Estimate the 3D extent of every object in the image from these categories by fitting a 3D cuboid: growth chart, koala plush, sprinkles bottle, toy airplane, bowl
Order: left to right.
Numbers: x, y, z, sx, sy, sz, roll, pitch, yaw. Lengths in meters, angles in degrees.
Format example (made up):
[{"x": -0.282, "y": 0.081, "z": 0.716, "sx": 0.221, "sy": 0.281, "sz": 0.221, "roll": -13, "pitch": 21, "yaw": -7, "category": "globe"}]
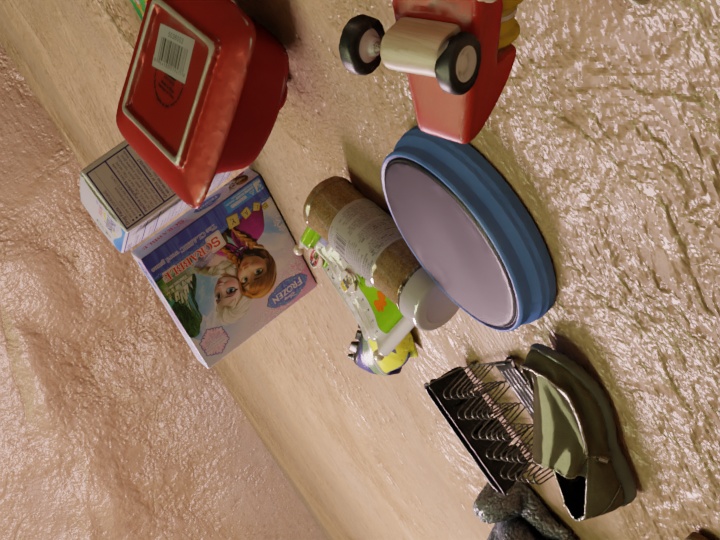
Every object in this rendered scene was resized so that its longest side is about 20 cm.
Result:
[{"x": 0.000, "y": 0.000, "z": 1.265, "sx": 0.201, "sy": 0.018, "sz": 0.145, "roll": 53, "pitch": 140, "yaw": 25, "category": "growth chart"}, {"x": 0.021, "y": -0.021, "z": 1.160, "sx": 0.200, "sy": 0.068, "sz": 0.069, "roll": 43, "pitch": 161, "yaw": 36, "category": "sprinkles bottle"}, {"x": 0.089, "y": -0.033, "z": 0.992, "sx": 0.201, "sy": 0.039, "sz": 0.201, "roll": 48, "pitch": 163, "yaw": 20, "category": "bowl"}, {"x": 0.065, "y": -0.196, "z": 0.589, "sx": 0.199, "sy": 0.141, "sz": 0.201, "roll": -38, "pitch": 77, "yaw": 37, "category": "toy airplane"}, {"x": 0.166, "y": 0.387, "z": 1.354, "sx": 0.184, "sy": 0.199, "sz": 0.178, "roll": 42, "pitch": 161, "yaw": 34, "category": "koala plush"}]

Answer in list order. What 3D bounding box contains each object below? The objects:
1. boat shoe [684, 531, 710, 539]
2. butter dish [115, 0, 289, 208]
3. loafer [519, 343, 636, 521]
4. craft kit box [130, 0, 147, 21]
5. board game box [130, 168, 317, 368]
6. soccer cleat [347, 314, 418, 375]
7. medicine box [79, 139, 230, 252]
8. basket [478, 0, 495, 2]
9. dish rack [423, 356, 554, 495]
[{"x": 0.324, "y": 0.331, "z": 1.013, "sx": 0.201, "sy": 0.072, "sz": 0.072, "roll": 60, "pitch": 163, "yaw": -20, "category": "boat shoe"}, {"x": -0.140, "y": -0.189, "z": 1.161, "sx": 0.200, "sy": 0.147, "sz": 0.201, "roll": 42, "pitch": 121, "yaw": 40, "category": "butter dish"}, {"x": 0.192, "y": 0.155, "z": 1.029, "sx": 0.075, "sy": 0.069, "sz": 0.201, "roll": 25, "pitch": 147, "yaw": 60, "category": "loafer"}, {"x": -0.235, "y": -0.347, "z": 1.272, "sx": 0.200, "sy": 0.048, "sz": 0.199, "roll": 27, "pitch": 146, "yaw": 58, "category": "craft kit box"}, {"x": -0.182, "y": -0.001, "z": 1.552, "sx": 0.041, "sy": 0.199, "sz": 0.200, "roll": 30, "pitch": 153, "yaw": 53, "category": "board game box"}, {"x": 0.037, "y": 0.074, "z": 1.364, "sx": 0.083, "sy": 0.065, "sz": 0.200, "roll": 21, "pitch": 155, "yaw": 1, "category": "soccer cleat"}, {"x": -0.273, "y": -0.131, "z": 1.538, "sx": 0.103, "sy": 0.199, "sz": 0.182, "roll": 53, "pitch": 164, "yaw": -2, "category": "medicine box"}, {"x": 0.052, "y": -0.239, "z": 0.383, "sx": 0.200, "sy": 0.198, "sz": 0.161, "roll": 46, "pitch": 167, "yaw": 22, "category": "basket"}, {"x": 0.153, "y": 0.164, "z": 1.191, "sx": 0.154, "sy": 0.054, "sz": 0.200, "roll": 54, "pitch": 164, "yaw": -2, "category": "dish rack"}]
